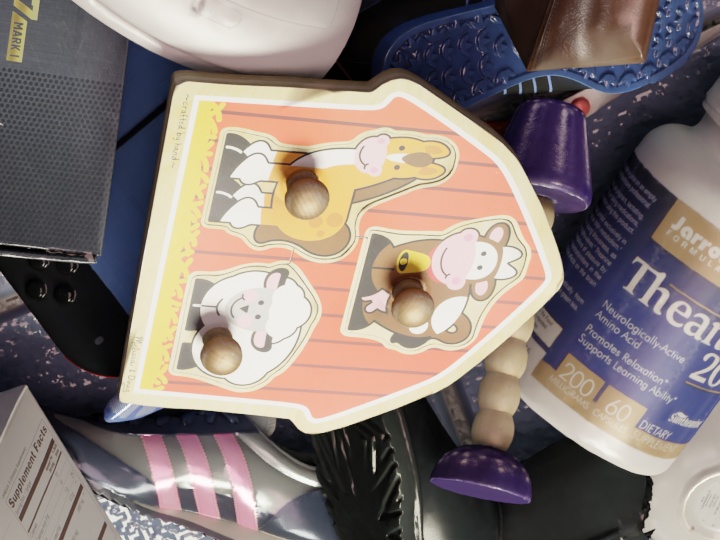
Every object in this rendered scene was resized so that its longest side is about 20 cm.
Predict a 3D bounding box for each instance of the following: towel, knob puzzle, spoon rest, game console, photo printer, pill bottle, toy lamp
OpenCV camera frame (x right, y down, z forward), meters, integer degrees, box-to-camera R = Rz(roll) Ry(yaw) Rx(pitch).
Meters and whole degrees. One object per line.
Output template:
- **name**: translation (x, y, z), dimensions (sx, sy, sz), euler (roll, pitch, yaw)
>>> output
- **towel**: translation (-0.028, 0.006, 1.227), dimensions (0.200, 0.147, 0.024), euler (-38, 86, 13)
- **knob puzzle**: translation (0.000, 0.000, 1.140), dimensions (0.219, 0.030, 0.220), euler (-6, 125, -9)
- **spoon rest**: translation (0.213, 0.076, 1.364), dimensions (0.099, 0.061, 0.200), euler (13, 124, -15)
- **game console**: translation (-0.104, -0.065, 1.196), dimensions (0.200, 0.031, 0.177), euler (-38, 92, 16)
- **photo printer**: translation (-0.062, -0.188, 1.112), dimensions (0.166, 0.069, 0.200), euler (25, 70, -31)
- **pill bottle**: translation (0.167, -0.004, 1.280), dimensions (0.111, 0.111, 0.200), euler (28, 106, -21)
- **toy lamp**: translation (0.077, 0.013, 1.244), dimensions (0.058, 0.058, 0.200), euler (17, 77, -18)

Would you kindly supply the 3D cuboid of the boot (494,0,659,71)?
- **boot**: translation (0.144, -0.169, 1.102), dimensions (0.064, 0.186, 0.200), euler (12, 101, -38)

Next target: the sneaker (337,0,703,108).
- **sneaker**: translation (0.074, -0.120, 1.240), dimensions (0.200, 0.078, 0.070), euler (-11, 111, -30)

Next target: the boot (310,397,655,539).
- **boot**: translation (0.069, 0.110, 1.313), dimensions (0.168, 0.076, 0.201), euler (-24, 109, -31)

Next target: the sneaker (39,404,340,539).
- **sneaker**: translation (-0.088, 0.092, 1.307), dimensions (0.200, 0.070, 0.082), euler (21, 91, -22)

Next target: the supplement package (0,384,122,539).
- **supplement package**: translation (-0.240, 0.165, 1.220), dimensions (0.200, 0.156, 0.111), euler (-17, 118, 21)

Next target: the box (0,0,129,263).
- **box**: translation (-0.185, -0.110, 1.129), dimensions (0.157, 0.051, 0.201), euler (7, 93, -23)

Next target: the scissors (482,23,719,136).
- **scissors**: translation (0.099, -0.083, 1.285), dimensions (0.200, 0.014, 0.073), euler (-41, 112, 10)
